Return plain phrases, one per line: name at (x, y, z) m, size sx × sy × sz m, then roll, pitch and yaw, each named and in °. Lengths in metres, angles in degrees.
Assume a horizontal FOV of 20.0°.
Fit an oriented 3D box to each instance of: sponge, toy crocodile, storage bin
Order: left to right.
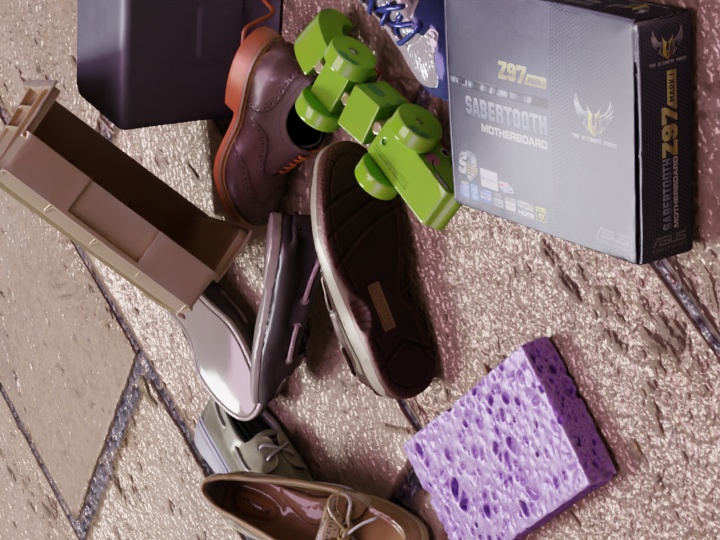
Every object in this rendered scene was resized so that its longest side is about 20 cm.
storage bin at (-0.209, -0.061, 1.681) m, size 0.200 × 0.094 × 0.198 m, roll 38°, pitch 174°, yaw -16°
storage bin at (-0.148, -0.203, 1.639) m, size 0.145 × 0.134 × 0.201 m, roll 39°, pitch 135°, yaw 42°
toy crocodile at (0.014, -0.113, 1.505) m, size 0.200 × 0.062 × 0.068 m, roll 50°, pitch 128°, yaw 25°
sponge at (0.106, 0.138, 1.499) m, size 0.112 × 0.030 × 0.200 m, roll 64°, pitch 147°, yaw 14°

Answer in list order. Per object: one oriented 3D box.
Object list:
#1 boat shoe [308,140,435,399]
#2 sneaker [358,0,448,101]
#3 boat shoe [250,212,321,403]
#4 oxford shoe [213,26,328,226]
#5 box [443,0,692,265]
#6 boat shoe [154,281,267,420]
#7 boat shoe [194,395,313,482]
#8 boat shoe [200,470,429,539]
boat shoe at (-0.005, 0.002, 1.571) m, size 0.075 × 0.074 × 0.203 m, roll -1°, pitch 104°, yaw 63°
sneaker at (0.012, -0.204, 1.435) m, size 0.075 × 0.088 × 0.201 m, roll -40°, pitch 72°, yaw 54°
boat shoe at (-0.056, 0.038, 1.666) m, size 0.067 × 0.057 × 0.201 m, roll -88°, pitch 6°, yaw -48°
oxford shoe at (-0.068, -0.099, 1.627) m, size 0.073 × 0.071 × 0.201 m, roll 30°, pitch 144°, yaw 19°
box at (0.133, -0.103, 1.329) m, size 0.200 × 0.051 × 0.159 m, roll 23°, pitch 121°, yaw 52°
boat shoe at (-0.129, 0.047, 1.809) m, size 0.067 × 0.057 × 0.200 m, roll -51°, pitch 63°, yaw 28°
boat shoe at (-0.086, 0.168, 1.772) m, size 0.200 × 0.072 × 0.062 m, roll 42°, pitch 130°, yaw 42°
boat shoe at (-0.040, 0.208, 1.663) m, size 0.199 × 0.063 × 0.074 m, roll 9°, pitch 80°, yaw 29°
